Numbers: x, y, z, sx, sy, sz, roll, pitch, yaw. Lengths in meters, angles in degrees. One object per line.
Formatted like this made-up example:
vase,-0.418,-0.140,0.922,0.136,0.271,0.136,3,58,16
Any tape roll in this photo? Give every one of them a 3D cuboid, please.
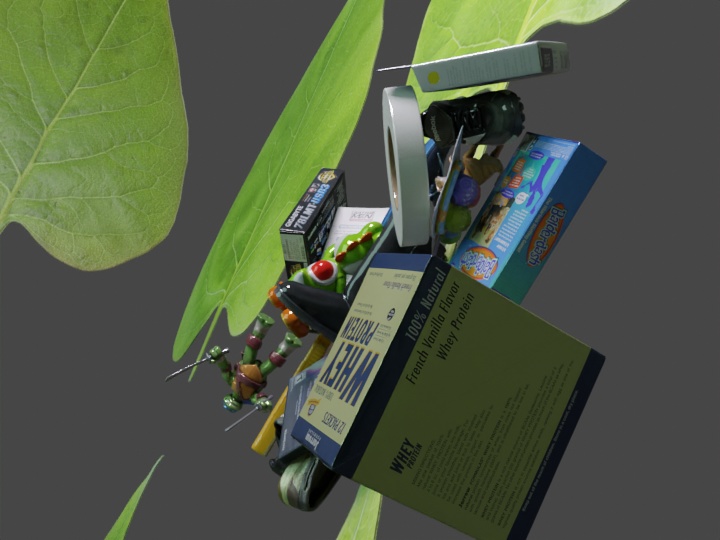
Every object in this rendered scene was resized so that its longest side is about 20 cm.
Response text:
tape roll,0.057,-0.132,1.109,0.203,0.037,0.205,174,90,-89

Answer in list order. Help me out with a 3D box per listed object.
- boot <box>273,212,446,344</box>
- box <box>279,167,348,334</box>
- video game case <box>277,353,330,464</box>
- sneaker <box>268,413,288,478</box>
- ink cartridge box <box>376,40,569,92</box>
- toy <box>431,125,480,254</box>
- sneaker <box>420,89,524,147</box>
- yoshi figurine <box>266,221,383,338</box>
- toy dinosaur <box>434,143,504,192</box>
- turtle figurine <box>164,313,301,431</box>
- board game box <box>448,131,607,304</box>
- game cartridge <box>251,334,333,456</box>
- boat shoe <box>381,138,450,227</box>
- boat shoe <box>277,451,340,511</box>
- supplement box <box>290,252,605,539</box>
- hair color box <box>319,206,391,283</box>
boot,0.001,0.000,1.207,0.200,0.164,0.066,-50,23,7
box,-0.066,-0.035,1.438,0.201,0.049,0.200,-63,-25,-49
video game case,-0.028,0.155,1.149,0.199,0.019,0.144,-35,30,28
sneaker,-0.077,0.216,1.260,0.066,0.090,0.201,-34,33,53
ink cartridge box,0.147,-0.251,1.094,0.198,0.048,0.197,-6,12,24
toy,0.124,-0.082,1.103,0.200,0.047,0.116,89,-161,-72
sneaker,0.130,-0.185,1.098,0.200,0.090,0.067,-157,53,-68
yoshi figurine,-0.032,0.010,1.293,0.199,0.113,0.112,-38,16,5
toy dinosaur,0.170,-0.144,1.197,0.200,0.060,0.107,167,117,-70
turtle figurine,-0.206,0.185,1.592,0.144,0.200,0.195,39,97,37
board game box,0.185,-0.059,1.014,0.201,0.045,0.152,-59,17,6
game cartridge,-0.099,0.183,1.381,0.201,0.032,0.176,-62,-2,3
boat shoe,0.096,-0.118,1.327,0.201,0.068,0.084,-60,5,18
boat shoe,-0.030,0.232,1.160,0.064,0.073,0.201,15,66,45
supplement box,0.077,0.117,0.803,0.201,0.199,0.134,-64,18,-8
hair color box,-0.010,-0.004,1.378,0.098,0.061,0.201,3,56,22
